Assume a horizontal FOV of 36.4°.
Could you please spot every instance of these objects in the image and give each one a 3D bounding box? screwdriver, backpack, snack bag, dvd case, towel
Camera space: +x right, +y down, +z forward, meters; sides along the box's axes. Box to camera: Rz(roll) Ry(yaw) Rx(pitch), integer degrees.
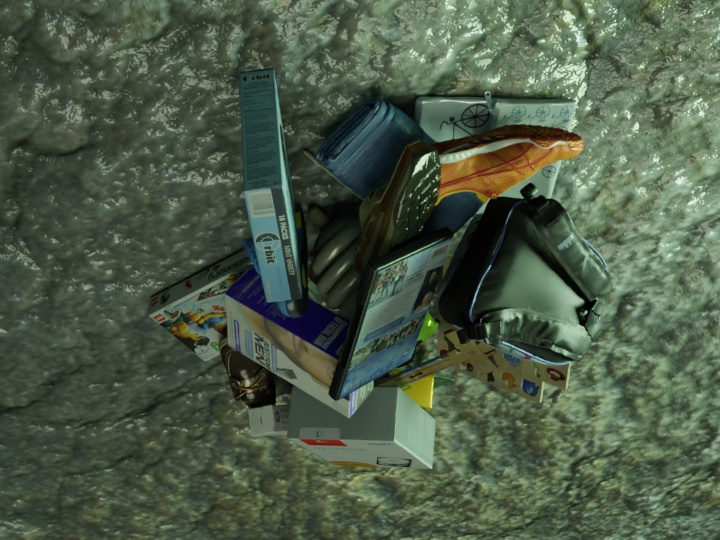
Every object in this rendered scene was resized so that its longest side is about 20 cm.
[{"bbox_3d":[-0.002,-0.090,1.372,0.200,0.028,0.029,31,97,-31],"label":"screwdriver"},{"bbox_3d":[0.199,0.023,1.317,0.190,0.154,0.201,30,86,-23],"label":"backpack"},{"bbox_3d":[0.150,-0.138,1.341,0.199,0.021,0.189,1,136,-7],"label":"snack bag"},{"bbox_3d":[0.035,0.051,1.277,0.142,0.018,0.201,-24,142,-43],"label":"dvd case"},{"bbox_3d":[0.054,-0.117,1.309,0.200,0.049,0.112,36,114,-28],"label":"towel"}]

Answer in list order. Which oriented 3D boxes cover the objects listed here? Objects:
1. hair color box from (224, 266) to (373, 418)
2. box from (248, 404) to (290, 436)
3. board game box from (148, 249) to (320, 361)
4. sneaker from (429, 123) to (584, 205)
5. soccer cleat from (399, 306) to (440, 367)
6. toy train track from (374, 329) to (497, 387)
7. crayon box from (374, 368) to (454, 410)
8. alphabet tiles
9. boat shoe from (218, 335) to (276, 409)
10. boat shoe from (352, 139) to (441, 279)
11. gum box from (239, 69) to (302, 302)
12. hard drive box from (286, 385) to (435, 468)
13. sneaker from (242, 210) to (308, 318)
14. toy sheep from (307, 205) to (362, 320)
[{"bbox_3d":[-0.077,0.091,1.394,0.199,0.065,0.110,27,142,20],"label":"hair color box"},{"bbox_3d":[-0.103,0.218,1.597,0.038,0.042,0.200,-13,168,18],"label":"box"},{"bbox_3d":[-0.170,0.043,1.482,0.199,0.035,0.126,-26,134,20],"label":"board game box"},{"bbox_3d":[0.162,-0.123,1.271,0.199,0.073,0.078,-12,113,-3],"label":"sneaker"},{"bbox_3d":[0.045,0.096,1.499,0.081,0.068,0.200,-29,169,-20],"label":"soccer cleat"},{"bbox_3d":[0.109,0.113,1.462,0.199,0.033,0.115,-25,137,19],"label":"toy train track"},{"bbox_3d":[0.020,0.176,1.597,0.199,0.052,0.126,12,160,-18],"label":"crayon box"},{"bbox_3d":[0.190,0.082,1.456,0.199,0.008,0.168,19,119,31],"label":"alphabet tiles"},{"bbox_3d":[-0.152,0.152,1.542,0.072,0.072,0.200,-13,150,-5],"label":"boat shoe"},{"bbox_3d":[0.031,-0.059,1.245,0.075,0.074,0.201,-25,141,-45],"label":"boat shoe"},{"bbox_3d":[-0.101,-0.096,1.226,0.044,0.201,0.170,-7,137,0],"label":"gum box"},{"bbox_3d":[0.005,0.221,1.536,0.155,0.077,0.200,-2,159,20],"label":"hard drive box"},{"bbox_3d":[-0.103,-0.005,1.322,0.078,0.200,0.066,-6,124,0],"label":"sneaker"},{"bbox_3d":[0.000,0.000,1.381,0.200,0.138,0.138,44,125,3],"label":"toy sheep"}]
